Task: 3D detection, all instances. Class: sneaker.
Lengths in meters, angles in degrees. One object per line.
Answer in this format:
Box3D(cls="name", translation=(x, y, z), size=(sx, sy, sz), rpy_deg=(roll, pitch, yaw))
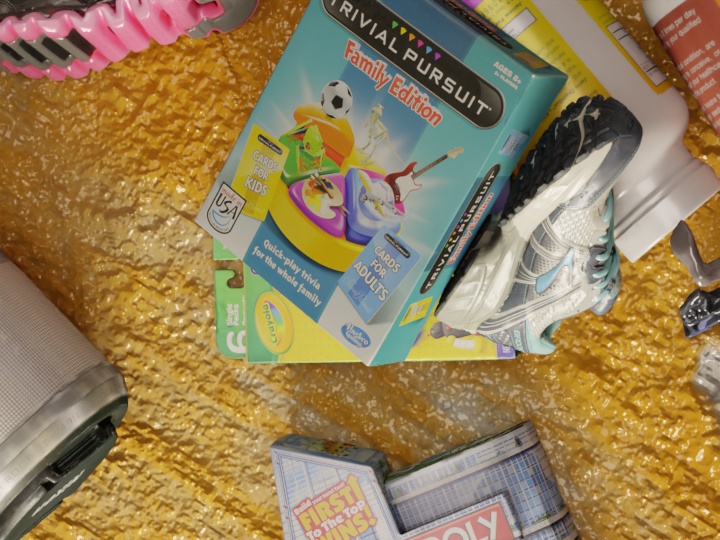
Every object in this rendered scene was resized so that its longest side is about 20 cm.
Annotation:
Box3D(cls="sneaker", translation=(0.122, -0.023, 1.240), size=(0.086, 0.078, 0.200), rpy_deg=(28, 140, -6))
Box3D(cls="sneaker", translation=(-0.162, -0.186, 1.367), size=(0.198, 0.079, 0.096), rpy_deg=(-13, 68, 9))

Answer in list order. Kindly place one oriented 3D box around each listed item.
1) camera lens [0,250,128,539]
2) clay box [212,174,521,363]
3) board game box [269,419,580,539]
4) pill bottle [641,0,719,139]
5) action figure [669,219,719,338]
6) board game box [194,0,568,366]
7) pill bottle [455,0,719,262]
Box3D(cls="camera lens", translation=(-0.257, 0.068, 1.339), size=(0.200, 0.160, 0.160), rpy_deg=(45, 98, 5))
Box3D(cls="clay box", translation=(0.000, 0.000, 1.350), size=(0.198, 0.048, 0.116), rpy_deg=(-2, 92, 9))
Box3D(cls="board game box", translation=(0.032, 0.179, 1.345), size=(0.199, 0.062, 0.201), rpy_deg=(-23, 89, 10))
Box3D(cls="pill bottle", translation=(0.238, -0.144, 1.270), size=(0.112, 0.112, 0.201), rpy_deg=(-32, 87, 9))
Box3D(cls="action figure", translation=(0.263, 0.017, 1.249), size=(0.199, 0.193, 0.105), rpy_deg=(-31, 55, 32))
Box3D(cls="board game box", translation=(0.008, -0.070, 1.260), size=(0.151, 0.047, 0.201), rpy_deg=(38, 111, 24))
Box3D(cls="pill bottle", translation=(0.127, -0.104, 1.295), size=(0.104, 0.104, 0.200), rpy_deg=(-40, 85, 9))
